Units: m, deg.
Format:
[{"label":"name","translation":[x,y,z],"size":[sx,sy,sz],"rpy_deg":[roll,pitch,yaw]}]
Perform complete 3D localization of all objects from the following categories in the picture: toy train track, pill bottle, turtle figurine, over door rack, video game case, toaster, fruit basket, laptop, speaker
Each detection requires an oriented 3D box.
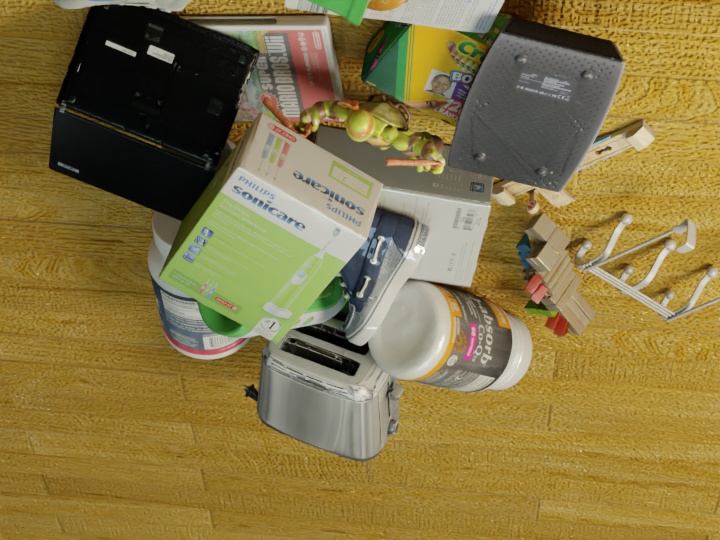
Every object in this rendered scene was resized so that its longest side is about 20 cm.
[{"label":"toy train track","translation":[0.223,-0.106,1.761],"size":[0.199,0.033,0.115],"rpy_deg":[-23,133,34]},{"label":"pill bottle","translation":[-0.184,0.001,1.912],"size":[0.119,0.120,0.201],"rpy_deg":[4,143,6]},{"label":"turtle figurine","translation":[0.013,-0.145,1.650],"size":[0.199,0.065,0.161],"rpy_deg":[19,-175,21]},{"label":"over door rack","translation":[0.354,-0.008,1.824],"size":[0.147,0.067,0.200],"rpy_deg":[28,160,-24]},{"label":"video game case","translation":[-0.121,-0.207,1.707],"size":[0.198,0.018,0.143],"rpy_deg":[1,143,10]},{"label":"pill bottle","translation":[0.109,0.081,1.926],"size":[0.116,0.117,0.199],"rpy_deg":[-22,157,35]},{"label":"toaster","translation":[-0.044,0.131,1.961],"size":[0.199,0.114,0.130],"rpy_deg":[20,137,15]},{"label":"fruit basket","translation":[0.047,-0.286,1.444],"size":[0.198,0.094,0.186],"rpy_deg":[1,147,-17]},{"label":"laptop","translation":[-0.216,-0.165,1.702],"size":[0.176,0.201,0.103],"rpy_deg":[21,-174,-3]},{"label":"speaker","translation":[-0.095,0.025,1.854],"size":[0.088,0.089,0.200],"rpy_deg":[-19,175,32]}]

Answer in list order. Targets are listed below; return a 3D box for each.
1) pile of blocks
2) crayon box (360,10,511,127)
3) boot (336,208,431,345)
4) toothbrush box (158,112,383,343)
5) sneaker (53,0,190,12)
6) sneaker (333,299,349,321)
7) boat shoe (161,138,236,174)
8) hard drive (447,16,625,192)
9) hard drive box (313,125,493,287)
[{"label":"pile of blocks","translation":[0.203,0.014,1.874],"size":[0.082,0.062,0.200],"rpy_deg":[23,154,34]},{"label":"crayon box","translation":[0.116,-0.199,1.635],"size":[0.199,0.059,0.119],"rpy_deg":[23,141,-19]},{"label":"boot","translation":[0.000,0.000,1.800],"size":[0.090,0.073,0.200],"rpy_deg":[23,135,-7]},{"label":"toothbrush box","translation":[-0.092,-0.038,1.651],"size":[0.145,0.086,0.200],"rpy_deg":[29,137,-12]},{"label":"sneaker","translation":[-0.210,-0.281,1.578],"size":[0.199,0.077,0.081],"rpy_deg":[-9,142,25]},{"label":"sneaker","translation":[-0.022,0.066,2.022],"size":[0.106,0.075,0.200],"rpy_deg":[28,138,-8]},{"label":"boat shoe","translation":[-0.131,-0.091,1.774],"size":[0.200,0.074,0.065],"rpy_deg":[40,-178,22]},{"label":"hard drive","translation":[0.167,-0.160,1.592],"size":[0.134,0.043,0.200],"rpy_deg":[12,144,-5]},{"label":"hard drive box","translation":[0.038,-0.068,1.811],"size":[0.198,0.077,0.156],"rpy_deg":[9,144,-1]}]
